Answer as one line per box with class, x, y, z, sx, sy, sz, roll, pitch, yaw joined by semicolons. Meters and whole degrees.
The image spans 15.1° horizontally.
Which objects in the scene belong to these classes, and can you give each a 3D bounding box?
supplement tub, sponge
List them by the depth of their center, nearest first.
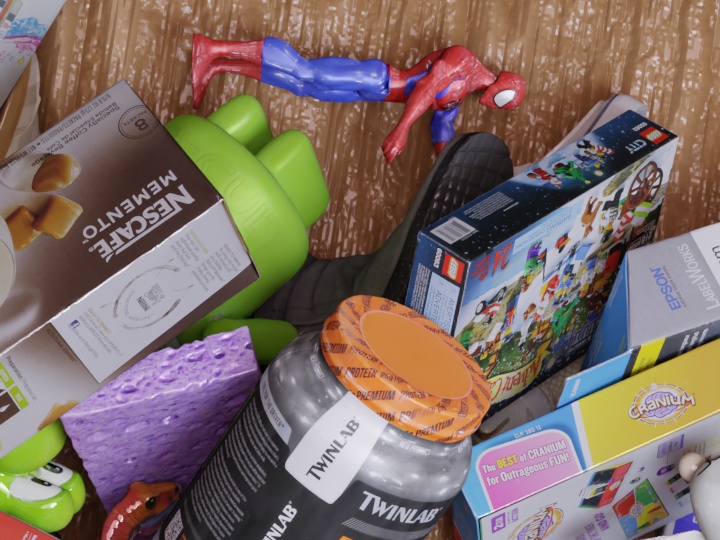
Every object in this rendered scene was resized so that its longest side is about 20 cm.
supplement tub;-0.022;0.118;1.450;0.122;0.123;0.200;33;115;-1
sponge;-0.101;0.098;1.541;0.111;0.200;0.030;-15;64;-2

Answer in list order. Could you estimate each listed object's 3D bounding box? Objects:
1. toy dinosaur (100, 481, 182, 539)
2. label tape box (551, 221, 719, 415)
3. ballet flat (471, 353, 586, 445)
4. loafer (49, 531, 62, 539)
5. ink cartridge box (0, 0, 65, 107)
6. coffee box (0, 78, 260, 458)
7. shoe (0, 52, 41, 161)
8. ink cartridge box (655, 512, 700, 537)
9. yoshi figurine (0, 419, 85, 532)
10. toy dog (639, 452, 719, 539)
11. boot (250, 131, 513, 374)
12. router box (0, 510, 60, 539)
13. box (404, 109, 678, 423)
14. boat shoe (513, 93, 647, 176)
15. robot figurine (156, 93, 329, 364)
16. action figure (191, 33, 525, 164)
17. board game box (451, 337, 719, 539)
toy dinosaur;-0.072;0.199;1.554;0.105;0.200;0.181;-48;135;7
label tape box;0.180;0.038;1.554;0.200;0.144;0.063;-18;64;-17
ballet flat;0.057;0.109;1.608;0.200;0.062;0.068;-31;114;-3
loafer;-0.223;0.140;1.591;0.068;0.070;0.201;-38;89;-4
ink cartridge box;-0.271;-0.168;1.546;0.145;0.145;0.200;29;85;23
coffee box;-0.169;0.006;1.441;0.200;0.080;0.114;-34;55;-7
shoe;-0.230;-0.053;1.614;0.070;0.053;0.201;9;80;31
ink cartridge box;0.262;0.219;1.615;0.198;0.043;0.200;19;65;-3
yoshi figurine;-0.245;0.078;1.527;0.200;0.112;0.113;19;63;6
toy dog;0.182;0.158;1.517;0.096;0.132;0.200;38;128;28
boot;0.000;0.000;1.585;0.070;0.131;0.200;36;76;-43
router box;-0.189;0.238;1.540;0.179;0.049;0.200;27;130;-2
box;0.097;0.005;1.538;0.038;0.200;0.137;31;131;28
boat shoe;0.092;-0.033;1.615;0.065;0.074;0.200;36;80;17
robot figurine;-0.111;-0.008;1.556;0.175;0.116;0.200;36;70;29
action figure;0.000;-0.088;1.616;0.199;0.065;0.099;0;78;-2
board game box;0.149;0.110;1.539;0.200;0.153;0.040;-23;65;-7
